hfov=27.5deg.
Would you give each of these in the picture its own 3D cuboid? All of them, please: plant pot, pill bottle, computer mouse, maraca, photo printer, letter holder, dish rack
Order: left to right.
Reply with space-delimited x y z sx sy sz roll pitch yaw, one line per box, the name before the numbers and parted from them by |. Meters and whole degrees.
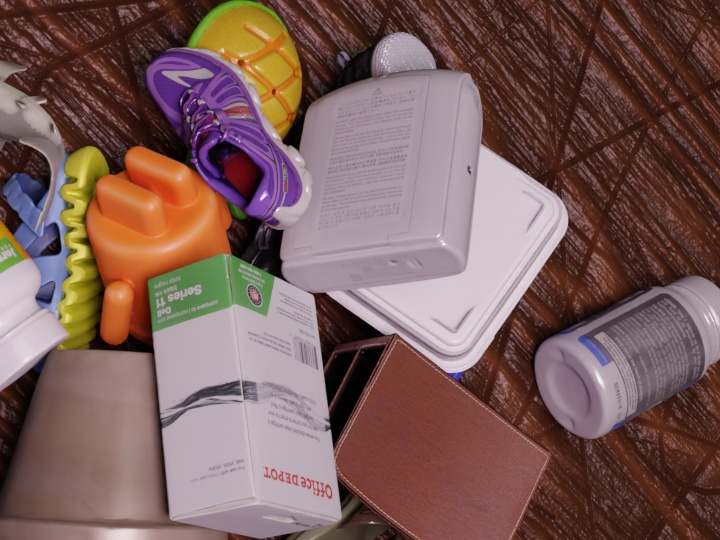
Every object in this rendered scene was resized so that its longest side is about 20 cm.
pill bottle | -0.331 -0.001 1.195 0.111 0.111 0.200 -39 92 -26
plant pot | -0.205 0.155 1.208 0.199 0.200 0.174 5 82 -27
maraca | -0.115 -0.147 1.350 0.137 0.107 0.201 2 99 -42
computer mouse | -0.064 -0.090 1.347 0.034 0.059 0.200 21 41 4
photo printer | 0.021 -0.084 1.269 0.069 0.166 0.201 51 39 -48
letter holder | 0.047 0.173 1.314 0.200 0.100 0.142 38 65 -22
dish rack | 0.076 -0.029 1.314 0.171 0.044 0.200 34 75 9
pill bottle | 0.288 0.084 1.524 0.200 0.114 0.114 -24 95 -27

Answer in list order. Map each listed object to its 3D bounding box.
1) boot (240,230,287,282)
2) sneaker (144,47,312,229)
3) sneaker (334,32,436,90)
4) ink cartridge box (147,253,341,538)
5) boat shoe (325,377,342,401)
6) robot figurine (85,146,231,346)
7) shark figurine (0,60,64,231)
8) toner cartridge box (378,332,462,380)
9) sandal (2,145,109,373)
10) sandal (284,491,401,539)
boot | 0.000 0.000 1.361 0.168 0.077 0.200 34 58 22
sneaker | -0.119 -0.119 1.236 0.200 0.081 0.083 47 19 24
sneaker | 0.041 -0.133 1.427 0.075 0.114 0.201 -36 112 -32
ink cartridge box | -0.092 0.106 1.184 0.147 0.083 0.201 31 46 -58
boat shoe | -0.012 0.141 1.384 0.200 0.072 0.068 15 76 -28
robot figurine | -0.170 -0.011 1.269 0.116 0.200 0.144 -8 48 1
shark figurine | -0.304 -0.112 1.249 0.128 0.214 0.090 -15 133 -56
toner cartridge box | 0.094 0.024 1.449 0.200 0.043 0.095 -58 139 -21
sandal | -0.269 -0.009 1.278 0.087 0.079 0.201 4 89 10
sandal | 0.005 0.244 1.374 0.201 0.057 0.080 -36 135 -21
